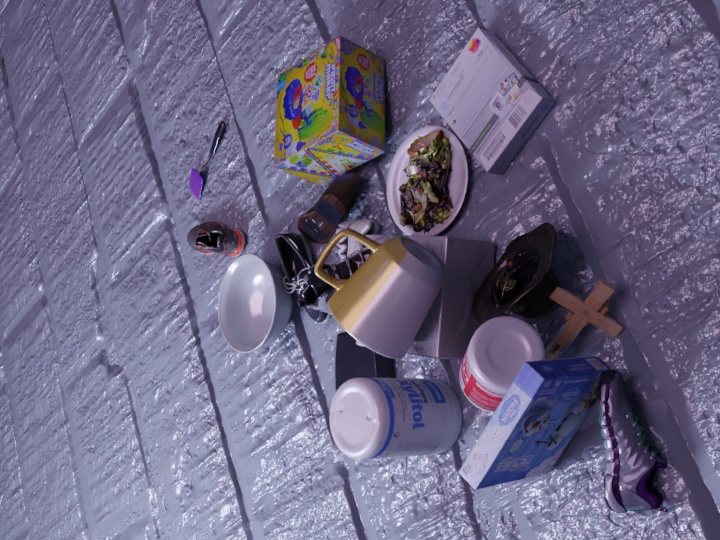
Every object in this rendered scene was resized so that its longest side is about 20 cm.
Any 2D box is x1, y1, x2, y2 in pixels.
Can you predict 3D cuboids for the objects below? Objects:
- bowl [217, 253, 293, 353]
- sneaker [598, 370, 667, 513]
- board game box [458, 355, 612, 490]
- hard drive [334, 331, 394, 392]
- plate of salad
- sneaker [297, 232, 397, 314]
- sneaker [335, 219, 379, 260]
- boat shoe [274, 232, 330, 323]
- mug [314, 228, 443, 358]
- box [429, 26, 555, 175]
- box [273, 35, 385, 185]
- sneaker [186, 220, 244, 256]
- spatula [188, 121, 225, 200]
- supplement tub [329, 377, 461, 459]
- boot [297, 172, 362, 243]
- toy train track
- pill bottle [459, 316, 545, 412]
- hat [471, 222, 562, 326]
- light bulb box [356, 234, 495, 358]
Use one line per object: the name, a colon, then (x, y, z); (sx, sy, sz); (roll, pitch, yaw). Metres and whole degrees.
bowl: (-0.202, 0.069, 2.019); (0.200, 0.090, 0.203); (-7, 80, 47)
sneaker: (0.390, 0.241, 1.387); (0.087, 0.074, 0.202); (-5, 89, 30)
board game box: (0.257, 0.219, 1.422); (0.043, 0.199, 0.200); (43, 117, 34)
hard drive: (0.005, 0.205, 1.814); (0.134, 0.042, 0.202); (-14, 76, 46)
plate of salad: (0.110, -0.158, 1.739); (0.199, 0.048, 0.202); (-7, 81, 46)
sneaker: (-0.031, 0.007, 1.620); (0.200, 0.139, 0.078); (-50, 50, 33)
sneaker: (0.000, 0.000, 1.827); (0.080, 0.075, 0.202); (-8, 80, 37)
boat shoe: (-0.116, 0.013, 1.948); (0.075, 0.062, 0.202); (-31, 69, 34)
mug: (0.038, 0.026, 1.527); (0.154, 0.186, 0.150); (-54, 34, 17)
box: (0.216, -0.284, 1.643); (0.156, 0.041, 0.201); (-55, 51, 28)
box: (-0.058, -0.299, 1.863); (0.192, 0.121, 0.202); (-22, 60, 43)
sneaker: (-0.342, -0.076, 2.193); (0.199, 0.081, 0.078); (5, 89, 47)
spatula: (-0.355, -0.259, 2.272); (0.057, 0.020, 0.201); (46, 117, 34)
supplement tub: (0.059, 0.245, 1.635); (0.131, 0.199, 0.133); (-6, 82, 46)
boot: (-0.056, -0.120, 1.914); (0.097, 0.075, 0.200); (-51, 8, -26)
toy train track: (0.319, 0.083, 1.483); (0.114, 0.033, 0.201); (31, 128, 0)
pill bottle: (0.209, 0.150, 1.488); (0.200, 0.111, 0.113); (92, 166, -69)
hat: (0.259, 0.025, 1.511); (0.201, 0.081, 0.201); (-51, 13, 16)
light bulb box: (0.108, 0.042, 1.660); (0.199, 0.124, 0.201); (5, 89, 48)
